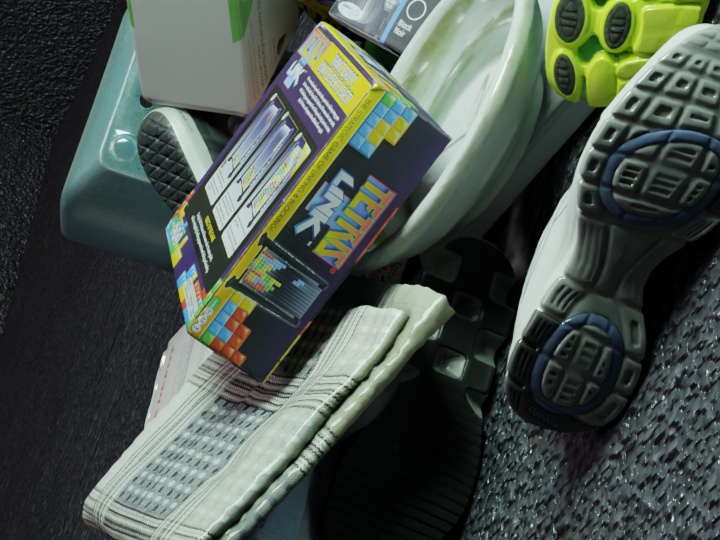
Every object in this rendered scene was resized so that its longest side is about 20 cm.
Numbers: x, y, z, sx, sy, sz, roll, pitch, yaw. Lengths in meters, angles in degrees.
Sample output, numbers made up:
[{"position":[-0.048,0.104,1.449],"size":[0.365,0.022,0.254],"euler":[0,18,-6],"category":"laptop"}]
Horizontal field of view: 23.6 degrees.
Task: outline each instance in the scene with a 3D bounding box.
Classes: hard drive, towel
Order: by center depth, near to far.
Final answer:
[{"position":[-0.058,0.073,0.922],"size":[0.200,0.035,0.192],"euler":[-46,16,-16],"category":"towel"},{"position":[0.094,-0.103,1.025],"size":[0.200,0.026,0.132],"euler":[128,156,-48],"category":"hard drive"}]

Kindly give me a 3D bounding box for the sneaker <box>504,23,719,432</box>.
[{"position":[0.116,-0.026,0.788],"size":[0.087,0.074,0.200],"euler":[-95,30,-65],"category":"sneaker"}]

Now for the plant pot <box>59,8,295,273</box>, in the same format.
[{"position":[-0.127,-0.103,1.348],"size":[0.200,0.195,0.197],"euler":[108,180,-82],"category":"plant pot"}]

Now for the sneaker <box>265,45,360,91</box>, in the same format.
[{"position":[-0.042,-0.091,1.206],"size":[0.200,0.085,0.077],"euler":[-65,-18,-47],"category":"sneaker"}]

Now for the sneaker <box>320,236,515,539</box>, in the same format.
[{"position":[0.025,0.083,0.953],"size":[0.200,0.074,0.088],"euler":[-66,14,-22],"category":"sneaker"}]

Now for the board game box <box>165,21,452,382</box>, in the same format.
[{"position":[-0.037,-0.046,0.974],"size":[0.165,0.057,0.200],"euler":[-51,18,8],"category":"board game box"}]

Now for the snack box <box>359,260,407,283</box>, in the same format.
[{"position":[0.000,0.000,1.136],"size":[0.116,0.037,0.200],"euler":[-104,30,-69],"category":"snack box"}]

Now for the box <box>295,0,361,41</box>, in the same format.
[{"position":[-0.009,-0.215,1.212],"size":[0.200,0.064,0.070],"euler":[27,-107,-76],"category":"box"}]

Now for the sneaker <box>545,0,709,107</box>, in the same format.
[{"position":[0.154,-0.175,0.869],"size":[0.084,0.074,0.200],"euler":[-34,-34,-74],"category":"sneaker"}]

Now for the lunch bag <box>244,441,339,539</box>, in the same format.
[{"position":[-0.068,0.168,0.992],"size":[0.170,0.127,0.200],"euler":[-79,9,-55],"category":"lunch bag"}]

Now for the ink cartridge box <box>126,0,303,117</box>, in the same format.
[{"position":[-0.088,-0.228,1.190],"size":[0.146,0.084,0.200],"euler":[86,-162,-46],"category":"ink cartridge box"}]

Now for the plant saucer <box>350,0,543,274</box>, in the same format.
[{"position":[0.053,-0.080,0.969],"size":[0.200,0.050,0.200],"euler":[-53,20,28],"category":"plant saucer"}]

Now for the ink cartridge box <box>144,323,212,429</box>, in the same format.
[{"position":[-0.097,0.096,1.302],"size":[0.200,0.085,0.146],"euler":[-40,34,57],"category":"ink cartridge box"}]

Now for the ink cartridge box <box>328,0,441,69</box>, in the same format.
[{"position":[0.070,-0.224,1.085],"size":[0.099,0.039,0.200],"euler":[32,93,35],"category":"ink cartridge box"}]

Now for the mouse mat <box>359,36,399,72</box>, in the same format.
[{"position":[0.026,-0.193,1.217],"size":[0.161,0.008,0.201],"euler":[50,-132,-74],"category":"mouse mat"}]

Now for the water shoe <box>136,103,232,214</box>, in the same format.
[{"position":[-0.079,-0.033,1.201],"size":[0.079,0.200,0.071],"euler":[-26,-1,-41],"category":"water shoe"}]
